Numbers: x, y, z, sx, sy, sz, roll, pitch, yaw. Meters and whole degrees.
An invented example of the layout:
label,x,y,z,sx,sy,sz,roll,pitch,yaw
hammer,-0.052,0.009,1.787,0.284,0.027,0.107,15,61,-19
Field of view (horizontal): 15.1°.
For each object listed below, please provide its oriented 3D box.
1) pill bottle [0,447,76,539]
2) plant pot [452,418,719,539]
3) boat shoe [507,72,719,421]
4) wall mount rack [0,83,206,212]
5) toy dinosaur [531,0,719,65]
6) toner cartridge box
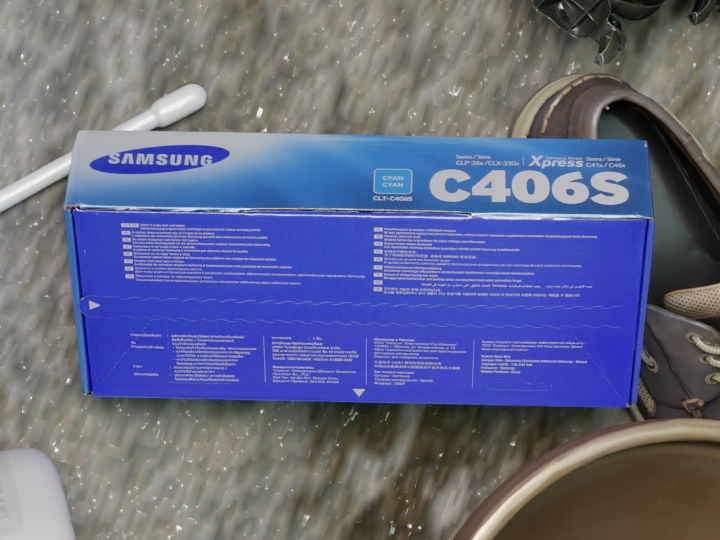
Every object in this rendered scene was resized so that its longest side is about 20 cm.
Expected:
label,x,y,z,sx,sy,sz,roll,pitch,yaw
pill bottle,-0.193,0.132,0.921,0.199,0.112,0.113,-10,91,-12
plant pot,0.106,0.153,0.995,0.200,0.093,0.202,0,89,-13
boat shoe,0.125,0.016,1.010,0.074,0.073,0.200,-38,97,-10
wall mount rack,-0.155,-0.072,0.957,0.174,0.074,0.200,-36,99,-49
toy dinosaur,0.135,-0.130,0.996,0.135,0.102,0.200,-13,60,-46
toner cartridge box,0.000,0.000,0.952,0.199,0.043,0.095,1,133,1
